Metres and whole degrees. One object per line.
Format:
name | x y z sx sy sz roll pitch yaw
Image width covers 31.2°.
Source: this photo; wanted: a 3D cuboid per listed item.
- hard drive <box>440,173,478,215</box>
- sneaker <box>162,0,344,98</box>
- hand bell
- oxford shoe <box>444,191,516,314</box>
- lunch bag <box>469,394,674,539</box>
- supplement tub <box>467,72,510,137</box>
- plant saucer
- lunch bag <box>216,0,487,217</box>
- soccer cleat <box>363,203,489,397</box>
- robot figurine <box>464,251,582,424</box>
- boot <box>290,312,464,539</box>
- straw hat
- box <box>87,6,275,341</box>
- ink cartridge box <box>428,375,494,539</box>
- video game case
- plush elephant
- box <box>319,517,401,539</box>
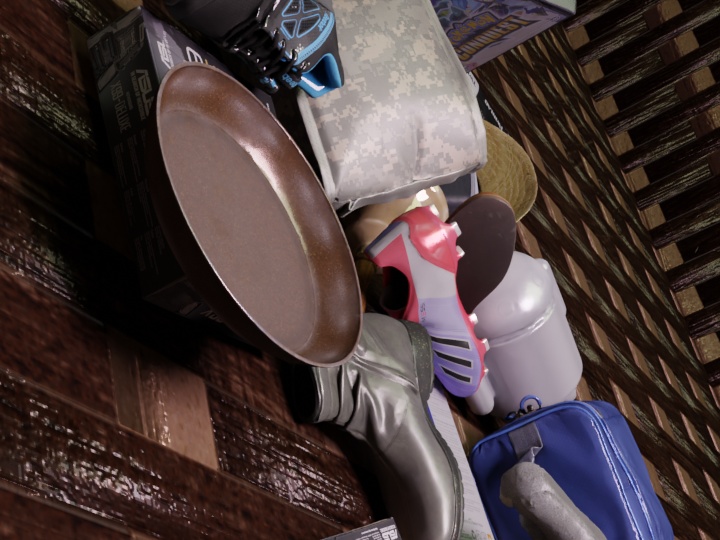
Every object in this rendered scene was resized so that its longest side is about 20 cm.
hard drive | 0.042 -0.119 1.233 0.042 0.134 0.201 102 -16 -45
sneaker | -0.064 -0.171 0.900 0.200 0.073 0.082 -3 74 -63
hand bell | 0.000 0.000 1.061 0.104 0.104 0.200 56 33 -21
oxford shoe | 0.082 -0.002 1.120 0.071 0.200 0.071 17 44 -5
lunch bag | 0.189 0.207 1.167 0.201 0.135 0.132 67 19 10
supplement tub | 0.090 -0.146 1.401 0.200 0.122 0.123 55 20 -24
plant saucer | -0.066 -0.029 0.768 0.200 0.032 0.201 50 24 -32
lunch bag | -0.004 -0.144 1.063 0.163 0.118 0.201 -16 75 -29
soccer cleat | 0.053 0.035 1.048 0.067 0.076 0.201 44 -23 44
robot figurine | 0.145 0.064 1.253 0.170 0.113 0.201 -49 128 -37
boot | 0.001 0.113 0.933 0.130 0.068 0.201 18 53 -44
straw hat | 0.070 -0.067 1.279 0.085 0.200 0.202 100 -14 -45
box | -0.099 -0.056 0.862 0.158 0.050 0.201 31 37 -56
ink cartridge box | 0.054 0.143 1.053 0.095 0.037 0.201 31 39 -59
video game case | 0.067 -0.239 1.202 0.180 0.200 0.026 15 70 -31
plush elephant | 0.133 0.268 0.944 0.200 0.155 0.165 39 20 -36
box | -0.006 0.235 0.745 0.200 0.050 0.158 8 58 -68
